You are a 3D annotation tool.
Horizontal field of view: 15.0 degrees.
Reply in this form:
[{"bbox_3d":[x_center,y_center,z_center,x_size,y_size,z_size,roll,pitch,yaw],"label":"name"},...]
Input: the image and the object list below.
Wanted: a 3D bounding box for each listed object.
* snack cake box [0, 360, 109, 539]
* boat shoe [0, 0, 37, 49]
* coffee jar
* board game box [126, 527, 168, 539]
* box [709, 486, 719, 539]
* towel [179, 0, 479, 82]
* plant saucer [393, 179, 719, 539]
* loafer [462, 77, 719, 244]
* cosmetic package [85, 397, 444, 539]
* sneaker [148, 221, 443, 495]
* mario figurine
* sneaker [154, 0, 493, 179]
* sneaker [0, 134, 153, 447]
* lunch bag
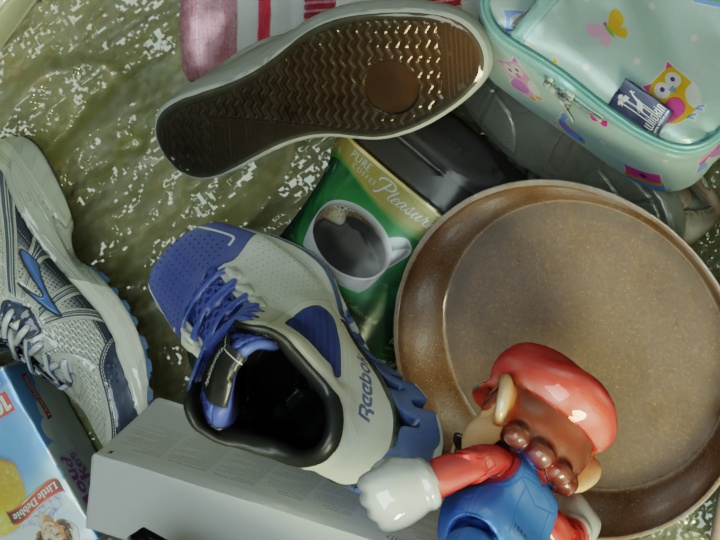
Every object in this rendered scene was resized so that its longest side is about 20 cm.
[{"bbox_3d":[-0.248,0.146,1.584,0.200,0.067,0.115,-30,88,15],"label":"snack cake box"},{"bbox_3d":[-0.222,-0.159,1.544,0.060,0.072,0.202,45,98,7],"label":"boat shoe"},{"bbox_3d":[0.000,0.000,1.498,0.104,0.085,0.200,41,104,18],"label":"coffee jar"},{"bbox_3d":[-0.051,0.233,1.359,0.200,0.028,0.136,26,102,10],"label":"board game box"},{"bbox_3d":[0.261,0.085,1.435,0.127,0.109,0.201,12,99,11],"label":"box"},{"bbox_3d":[-0.015,-0.177,1.491,0.199,0.023,0.145,1,97,28],"label":"towel"},{"bbox_3d":[0.113,0.044,1.421,0.200,0.034,0.201,11,114,26],"label":"plant saucer"},{"bbox_3d":[0.116,-0.086,1.481,0.200,0.063,0.072,51,133,18],"label":"loafer"},{"bbox_3d":[-0.037,0.130,1.437,0.199,0.083,0.051,16,113,17],"label":"cosmetic package"},{"bbox_3d":[-0.052,0.038,1.400,0.199,0.115,0.081,44,105,35],"label":"sneaker"},{"bbox_3d":[0.060,0.123,1.353,0.106,0.200,0.124,13,142,15],"label":"mario figurine"},{"bbox_3d":[-0.013,-0.109,1.441,0.199,0.085,0.073,-12,110,30],"label":"sneaker"},{"bbox_3d":[-0.187,0.024,1.527,0.085,0.077,0.200,-22,69,-27],"label":"sneaker"},{"bbox_3d":[0.158,-0.152,1.416,0.160,0.077,0.200,36,76,7],"label":"lunch bag"}]
